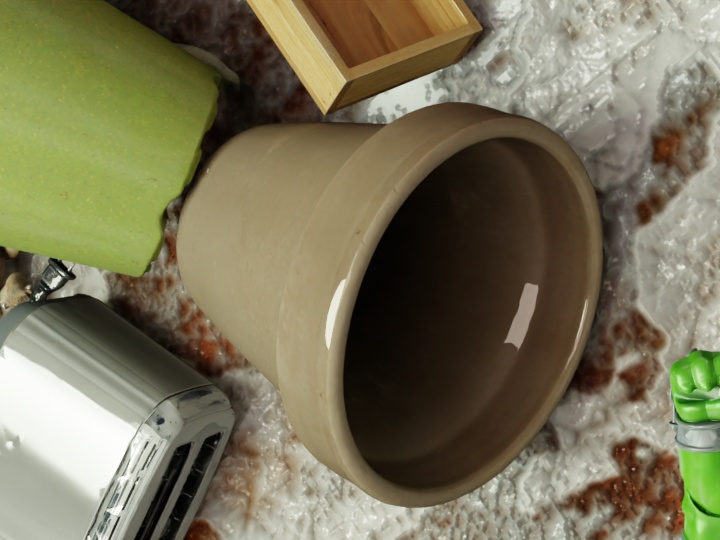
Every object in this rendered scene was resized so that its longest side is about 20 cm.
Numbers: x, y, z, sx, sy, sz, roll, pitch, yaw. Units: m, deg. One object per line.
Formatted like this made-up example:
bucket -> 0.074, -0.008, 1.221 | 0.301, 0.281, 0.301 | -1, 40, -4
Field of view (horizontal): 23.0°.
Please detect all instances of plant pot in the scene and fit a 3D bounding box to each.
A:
plant pot -> 0.000, 0.000, 0.923 | 0.174, 0.200, 0.201 | 22, 104, 43
plant pot -> -0.182, -0.086, 0.965 | 0.189, 0.200, 0.201 | 22, 106, -10

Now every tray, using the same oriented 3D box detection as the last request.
tray -> -0.031, -0.185, 0.956 | 0.200, 0.098, 0.037 | 56, 144, 13

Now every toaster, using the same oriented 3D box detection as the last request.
toaster -> -0.161, 0.105, 1.040 | 0.129, 0.114, 0.201 | 30, 105, 18

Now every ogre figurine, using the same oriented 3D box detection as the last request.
ogre figurine -> 0.230, 0.117, 0.841 | 0.199, 0.098, 0.120 | 12, 110, -19

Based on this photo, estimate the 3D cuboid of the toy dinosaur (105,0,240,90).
toy dinosaur -> -0.162, -0.139, 1.060 | 0.199, 0.047, 0.089 | -6, 95, 25

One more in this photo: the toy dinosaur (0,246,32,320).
toy dinosaur -> -0.249, -0.001, 1.099 | 0.135, 0.086, 0.201 | 165, 119, -68
